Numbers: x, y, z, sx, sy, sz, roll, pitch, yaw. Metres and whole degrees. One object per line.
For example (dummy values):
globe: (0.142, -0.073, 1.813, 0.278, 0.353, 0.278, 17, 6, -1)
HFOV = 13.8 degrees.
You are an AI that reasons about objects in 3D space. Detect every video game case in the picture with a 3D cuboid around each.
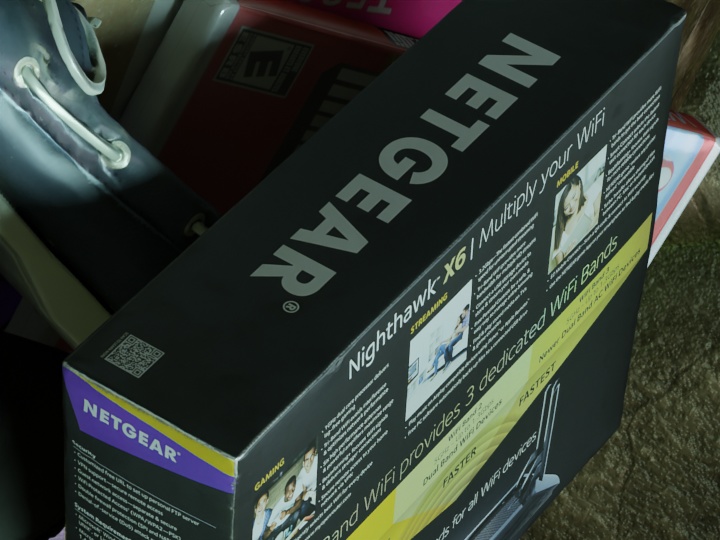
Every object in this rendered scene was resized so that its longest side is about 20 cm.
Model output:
video game case: (0.000, 0.000, 0.848, 0.200, 0.017, 0.143, 11, 117, -42)

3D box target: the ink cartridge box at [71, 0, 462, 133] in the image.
ink cartridge box: (-0.004, -0.103, 0.825, 0.200, 0.075, 0.165, 2, 122, -38)

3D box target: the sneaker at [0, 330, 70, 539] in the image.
sneaker: (-0.131, 0.028, 0.706, 0.200, 0.076, 0.091, 2, 135, -46)

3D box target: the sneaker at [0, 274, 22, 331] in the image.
sneaker: (-0.142, -0.020, 0.814, 0.200, 0.069, 0.100, 52, 37, -64)

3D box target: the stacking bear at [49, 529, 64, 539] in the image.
stacking bear: (-0.100, -0.002, 0.957, 0.121, 0.113, 0.200, -40, 152, -65)

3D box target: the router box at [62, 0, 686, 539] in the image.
router box: (0.005, 0.033, 0.760, 0.200, 0.052, 0.158, -44, 151, -38)

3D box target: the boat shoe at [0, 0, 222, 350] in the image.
boat shoe: (-0.085, -0.044, 0.718, 0.062, 0.200, 0.075, -43, -155, -8)
